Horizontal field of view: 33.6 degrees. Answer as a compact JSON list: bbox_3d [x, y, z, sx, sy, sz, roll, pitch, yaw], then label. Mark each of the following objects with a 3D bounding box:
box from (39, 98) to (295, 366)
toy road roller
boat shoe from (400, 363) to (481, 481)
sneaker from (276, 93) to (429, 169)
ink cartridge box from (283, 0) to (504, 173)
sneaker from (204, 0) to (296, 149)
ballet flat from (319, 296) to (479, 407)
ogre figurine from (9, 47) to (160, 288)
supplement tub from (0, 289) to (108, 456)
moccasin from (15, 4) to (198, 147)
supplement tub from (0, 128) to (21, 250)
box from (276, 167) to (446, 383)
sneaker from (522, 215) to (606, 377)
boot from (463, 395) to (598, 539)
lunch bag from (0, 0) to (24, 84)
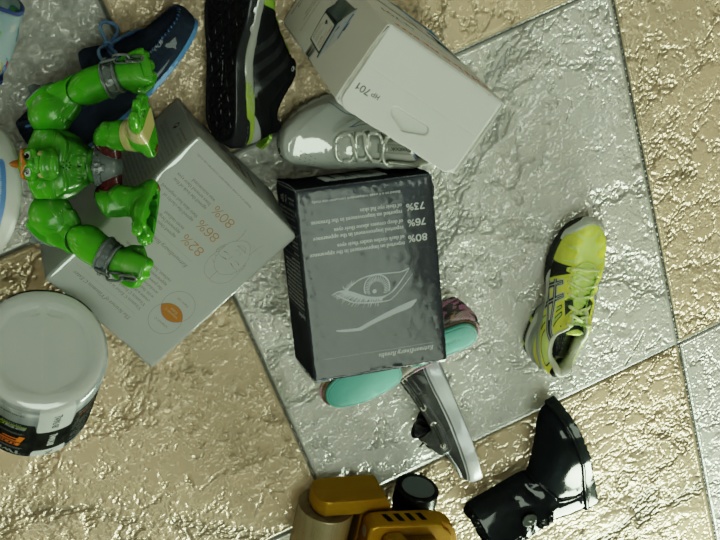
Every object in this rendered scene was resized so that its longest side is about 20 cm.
[{"bbox_3d":[-0.193,-0.037,1.178,0.200,0.107,0.152,-41,124,5],"label":"box"},{"bbox_3d":[0.022,0.336,1.440,0.198,0.146,0.124,2,117,-21],"label":"toy road roller"},{"bbox_3d":[0.089,0.181,1.428,0.066,0.070,0.201,-22,123,2],"label":"boat shoe"},{"bbox_3d":[0.014,-0.136,1.209,0.198,0.087,0.075,-8,115,-16],"label":"sneaker"},{"bbox_3d":[0.026,-0.193,1.114,0.146,0.200,0.086,29,106,-31],"label":"ink cartridge box"},{"bbox_3d":[-0.102,-0.214,1.151,0.082,0.072,0.202,-15,126,-40],"label":"sneaker"},{"bbox_3d":[0.039,0.089,1.354,0.198,0.071,0.070,-27,130,-5],"label":"ballet flat"},{"bbox_3d":[-0.241,-0.090,1.060,0.118,0.098,0.202,2,113,9],"label":"ogre figurine"},{"bbox_3d":[-0.316,0.108,1.159,0.121,0.124,0.200,-1,157,-19],"label":"supplement tub"},{"bbox_3d":[-0.237,-0.176,1.102,0.200,0.081,0.068,-43,119,6],"label":"moccasin"},{"bbox_3d":[-0.409,-0.074,1.028,0.199,0.132,0.133,2,120,-46],"label":"supplement tub"},{"bbox_3d":[0.000,0.000,1.235,0.146,0.104,0.202,-7,102,-14],"label":"box"},{"bbox_3d":[0.253,0.034,1.398,0.075,0.077,0.202,2,116,-19],"label":"sneaker"},{"bbox_3d":[0.209,0.271,1.513,0.167,0.077,0.201,-28,130,-8],"label":"boot"},{"bbox_3d":[-0.363,-0.216,0.961,0.159,0.200,0.083,15,105,-28],"label":"lunch bag"}]
